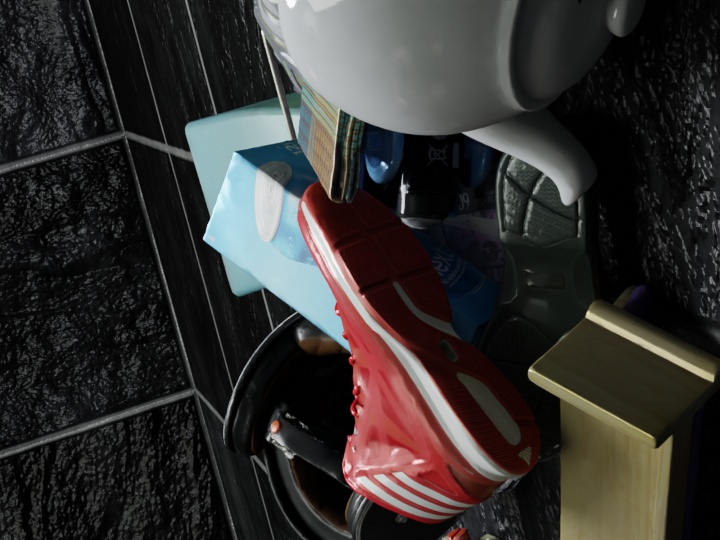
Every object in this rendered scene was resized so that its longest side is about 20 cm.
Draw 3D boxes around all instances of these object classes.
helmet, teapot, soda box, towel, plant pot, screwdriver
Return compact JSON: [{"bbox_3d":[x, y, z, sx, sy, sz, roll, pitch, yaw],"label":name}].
[{"bbox_3d":[0.008,0.118,1.182,0.202,0.199,0.191,67,-169,24],"label":"helmet"},{"bbox_3d":[0.064,-0.148,0.742,0.145,0.200,0.199,23,97,25],"label":"teapot"},{"bbox_3d":[0.000,0.000,0.982,0.199,0.064,0.068,36,119,24],"label":"soda box"},{"bbox_3d":[-0.008,-0.152,0.891,0.147,0.021,0.202,-116,32,-70],"label":"towel"},{"bbox_3d":[-0.019,-0.074,1.196,0.200,0.140,0.143,-10,97,65],"label":"plant pot"},{"bbox_3d":[-0.036,-0.068,1.081,0.028,0.029,0.202,-56,-42,-69],"label":"screwdriver"}]

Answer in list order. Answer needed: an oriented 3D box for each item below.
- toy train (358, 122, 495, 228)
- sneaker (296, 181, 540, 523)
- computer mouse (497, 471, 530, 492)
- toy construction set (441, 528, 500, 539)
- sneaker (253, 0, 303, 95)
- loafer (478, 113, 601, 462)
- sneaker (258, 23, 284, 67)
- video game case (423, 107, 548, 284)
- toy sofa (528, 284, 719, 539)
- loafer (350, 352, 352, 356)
[{"bbox_3d":[0.030,-0.126,0.954,0.114,0.086,0.203,-177,88,-68],"label":"toy train"},{"bbox_3d":[0.004,0.056,0.906,0.116,0.078,0.201,-44,71,35],"label":"sneaker"},{"bbox_3d":[0.086,0.033,1.060,0.201,0.052,0.139,60,145,25],"label":"computer mouse"},{"bbox_3d":[0.081,0.302,1.330,0.131,0.091,0.203,-64,-31,-74],"label":"toy construction set"},{"bbox_3d":[-0.046,-0.192,1.020,0.081,0.073,0.202,4,113,58],"label":"sneaker"},{"bbox_3d":[0.110,0.011,0.897,0.071,0.063,0.202,13,119,22],"label":"loafer"},{"bbox_3d":[-0.039,-0.229,1.217,0.088,0.074,0.202,44,147,55],"label":"sneaker"},{"bbox_3d":[0.086,0.006,0.986,0.142,0.019,0.203,-8,93,57],"label":"video game case"},{"bbox_3d":[0.153,0.113,0.871,0.082,0.097,0.202,29,141,35],"label":"toy sofa"},{"bbox_3d":[0.003,-0.003,1.051,0.063,0.071,0.203,-11,-90,-59],"label":"loafer"}]
